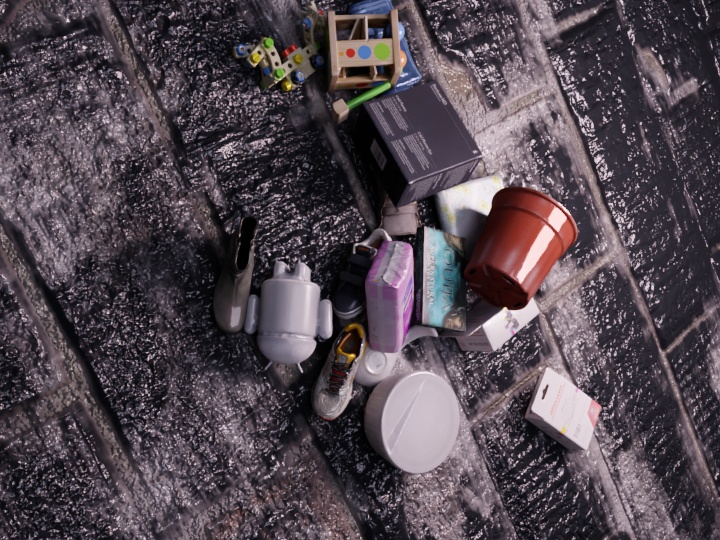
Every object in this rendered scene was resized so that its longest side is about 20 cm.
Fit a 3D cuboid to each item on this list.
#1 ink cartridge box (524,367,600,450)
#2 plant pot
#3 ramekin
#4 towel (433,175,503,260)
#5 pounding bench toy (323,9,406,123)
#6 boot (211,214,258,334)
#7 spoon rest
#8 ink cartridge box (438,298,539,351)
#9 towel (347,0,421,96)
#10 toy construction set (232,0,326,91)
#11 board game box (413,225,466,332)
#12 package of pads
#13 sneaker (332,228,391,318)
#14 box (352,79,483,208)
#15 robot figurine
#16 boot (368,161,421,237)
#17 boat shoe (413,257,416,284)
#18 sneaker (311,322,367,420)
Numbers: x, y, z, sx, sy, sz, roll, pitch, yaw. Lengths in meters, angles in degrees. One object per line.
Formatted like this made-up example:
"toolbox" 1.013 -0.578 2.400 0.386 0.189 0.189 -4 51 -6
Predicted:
"ink cartridge box" 0.460 0.320 1.792 0.199 0.067 0.117 37 67 -24
"plant pot" 0.323 -0.037 1.617 0.201 0.200 0.196 43 64 -19
"ramekin" 0.096 0.300 1.553 0.200 0.094 0.205 0 91 -34
"towel" 0.260 -0.117 1.735 0.198 0.048 0.173 -16 90 -31
"pounding bench toy" 0.013 -0.401 1.541 0.154 0.124 0.203 -3 87 -6
"boot" -0.224 0.008 1.376 0.067 0.131 0.203 9 78 -12
"spoon rest" 0.062 0.164 1.587 0.198 0.061 0.100 -27 97 -17
"ink cartridge box" 0.280 0.118 1.679 0.199 0.115 0.068 -34 102 -28
"towel" 0.050 -0.481 1.648 0.111 0.048 0.202 -25 98 -30
"toy construction set" -0.141 -0.431 1.510 0.200 0.092 0.132 -41 105 -16
"board game box" 0.167 0.020 1.591 0.134 0.028 0.203 12 75 -40
"package of pads" 0.059 0.054 1.500 0.201 0.075 0.121 86 23 -44
"sneaker" 0.000 0.000 1.537 0.201 0.078 0.080 -57 149 -30
"box" 0.113 -0.257 1.558 0.180 0.104 0.201 -21 72 -21
"robot figurine" -0.134 0.087 1.436 0.167 0.113 0.203 3 81 10
"boot" 0.107 -0.158 1.640 0.198 0.069 0.176 -12 91 -21
"boat shoe" 0.146 0.000 1.641 0.199 0.073 0.064 16 70 -31
"sneaker" -0.044 0.190 1.487 0.077 0.082 0.202 17 70 6
